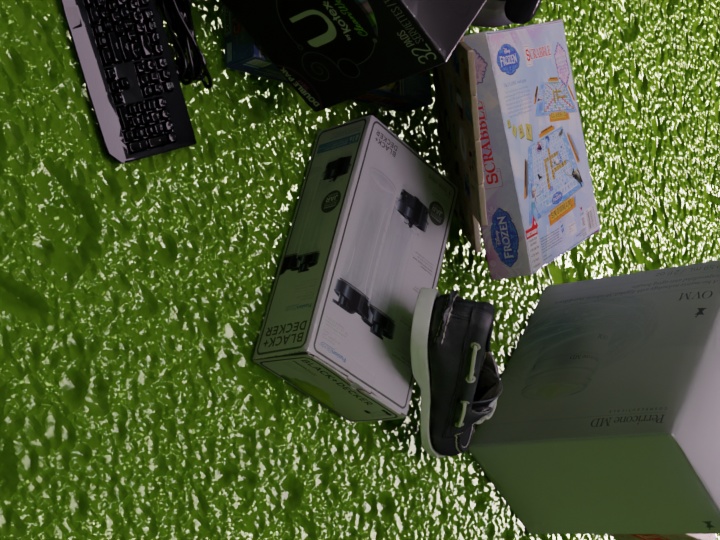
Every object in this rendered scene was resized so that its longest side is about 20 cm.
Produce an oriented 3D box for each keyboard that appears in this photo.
[{"bbox_3d":[-0.150,-0.180,0.920,0.104,0.039,0.201,-23,100,-47],"label":"keyboard"}]

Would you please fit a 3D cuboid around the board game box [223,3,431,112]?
[{"bbox_3d":[-0.023,-0.208,1.065,0.199,0.034,0.136,8,76,-46],"label":"board game box"}]

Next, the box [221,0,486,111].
[{"bbox_3d":[-0.021,-0.236,0.936,0.200,0.148,0.125,48,55,-22],"label":"box"}]

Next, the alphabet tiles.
[{"bbox_3d":[0.075,-0.124,1.069,0.167,0.006,0.201,-110,-168,-69],"label":"alphabet tiles"}]

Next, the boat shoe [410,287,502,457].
[{"bbox_3d":[0.078,0.087,1.037,0.200,0.060,0.076,74,28,-57],"label":"boat shoe"}]

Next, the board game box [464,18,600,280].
[{"bbox_3d":[0.145,-0.111,1.184,0.200,0.041,0.201,-24,105,-61],"label":"board game box"}]

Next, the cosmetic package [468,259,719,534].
[{"bbox_3d":[0.229,0.109,1.154,0.123,0.199,0.200,52,48,-27],"label":"cosmetic package"}]

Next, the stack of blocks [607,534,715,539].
[{"bbox_3d":[0.299,0.154,1.285,0.058,0.115,0.201,26,64,-41],"label":"stack of blocks"}]

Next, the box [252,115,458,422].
[{"bbox_3d":[0.000,0.000,1.030,0.116,0.060,0.201,35,58,-38],"label":"box"}]

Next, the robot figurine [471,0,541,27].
[{"bbox_3d":[0.117,-0.295,1.124,0.124,0.200,0.151,26,51,3],"label":"robot figurine"}]
